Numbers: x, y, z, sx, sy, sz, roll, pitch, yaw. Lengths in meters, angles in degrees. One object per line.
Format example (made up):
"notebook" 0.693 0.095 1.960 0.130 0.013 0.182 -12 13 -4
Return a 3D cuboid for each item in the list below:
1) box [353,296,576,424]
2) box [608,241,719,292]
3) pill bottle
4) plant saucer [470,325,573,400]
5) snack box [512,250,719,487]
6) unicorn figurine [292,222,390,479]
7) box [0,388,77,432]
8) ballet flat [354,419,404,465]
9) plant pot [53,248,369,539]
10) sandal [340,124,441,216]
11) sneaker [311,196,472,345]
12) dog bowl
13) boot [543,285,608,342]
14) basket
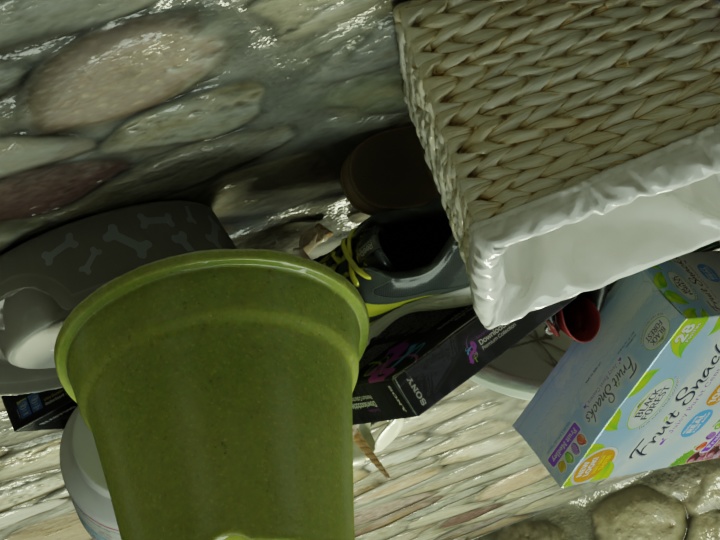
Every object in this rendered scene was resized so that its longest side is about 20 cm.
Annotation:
"box" 0.044 0.052 1.721 0.143 0.036 0.200 -36 -173 -21
"box" 0.188 -0.025 1.881 0.117 0.049 0.200 -23 -167 -3
"pill bottle" -0.159 0.139 1.840 0.108 0.109 0.200 -19 166 -8
"plant saucer" 0.129 0.049 1.946 0.199 0.200 0.050 -12 129 -32
"snack box" 0.227 0.066 1.820 0.199 0.068 0.169 -4 137 -45
"unicorn figurine" -0.025 0.048 1.842 0.200 0.074 0.138 29 94 -46
"box" -0.144 0.058 1.885 0.199 0.050 0.159 -28 167 27
"ballet flat" -0.006 0.142 2.367 0.072 0.072 0.200 -11 163 -35
"plant pot" -0.079 0.119 1.566 0.199 0.185 0.201 -8 146 -5
"sandal" 0.080 -0.066 1.698 0.211 0.078 0.070 -7 168 -21
"sneaker" 0.000 0.000 1.643 0.199 0.075 0.085 -24 151 13
"dog bowl" -0.168 0.017 1.668 0.199 0.059 0.200 -19 166 -5
"boot" 0.113 0.018 1.791 0.072 0.145 0.200 -11 146 -21
"basket" 0.135 -0.088 1.493 0.199 0.162 0.198 -19 166 -2
